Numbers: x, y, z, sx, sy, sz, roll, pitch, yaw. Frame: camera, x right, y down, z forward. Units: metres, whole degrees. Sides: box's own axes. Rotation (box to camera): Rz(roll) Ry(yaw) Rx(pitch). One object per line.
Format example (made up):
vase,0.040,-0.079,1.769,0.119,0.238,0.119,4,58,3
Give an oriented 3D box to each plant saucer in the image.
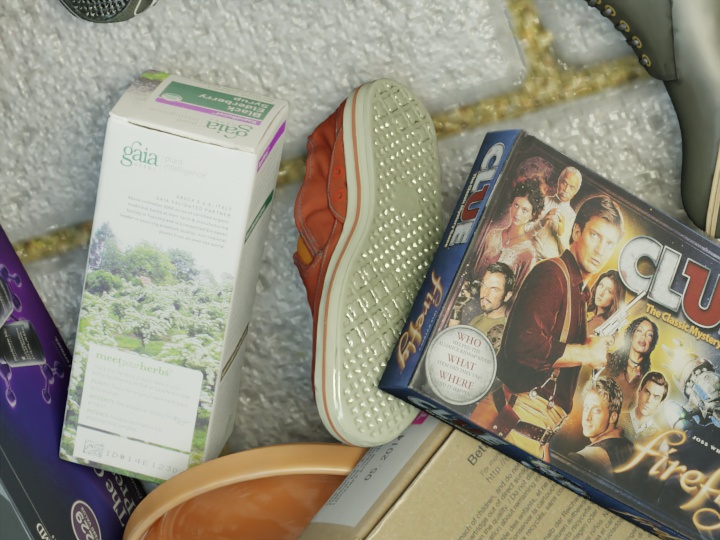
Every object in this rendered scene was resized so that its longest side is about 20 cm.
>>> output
plant saucer,-0.025,0.146,1.368,0.200,0.032,0.200,-1,144,-1

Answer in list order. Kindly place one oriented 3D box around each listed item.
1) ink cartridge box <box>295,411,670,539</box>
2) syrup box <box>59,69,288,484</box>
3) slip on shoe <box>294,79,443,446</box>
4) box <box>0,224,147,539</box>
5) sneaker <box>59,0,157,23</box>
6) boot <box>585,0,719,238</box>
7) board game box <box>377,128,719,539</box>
ink cartridge box,0.088,0.120,1.279,0.165,0.075,0.200,46,72,-16
syrup box,-0.097,0.005,1.351,0.079,0.081,0.200,14,113,6
slip on shoe,0.000,0.000,1.270,0.074,0.200,0.061,28,138,-34
box,-0.204,0.079,1.376,0.079,0.141,0.200,-22,105,22
sneaker,-0.161,-0.211,1.280,0.080,0.086,0.200,-16,107,21
boot,0.131,-0.120,1.255,0.138,0.077,0.200,5,99,17
board game box,0.121,0.038,1.237,0.200,0.035,0.136,28,76,-22
